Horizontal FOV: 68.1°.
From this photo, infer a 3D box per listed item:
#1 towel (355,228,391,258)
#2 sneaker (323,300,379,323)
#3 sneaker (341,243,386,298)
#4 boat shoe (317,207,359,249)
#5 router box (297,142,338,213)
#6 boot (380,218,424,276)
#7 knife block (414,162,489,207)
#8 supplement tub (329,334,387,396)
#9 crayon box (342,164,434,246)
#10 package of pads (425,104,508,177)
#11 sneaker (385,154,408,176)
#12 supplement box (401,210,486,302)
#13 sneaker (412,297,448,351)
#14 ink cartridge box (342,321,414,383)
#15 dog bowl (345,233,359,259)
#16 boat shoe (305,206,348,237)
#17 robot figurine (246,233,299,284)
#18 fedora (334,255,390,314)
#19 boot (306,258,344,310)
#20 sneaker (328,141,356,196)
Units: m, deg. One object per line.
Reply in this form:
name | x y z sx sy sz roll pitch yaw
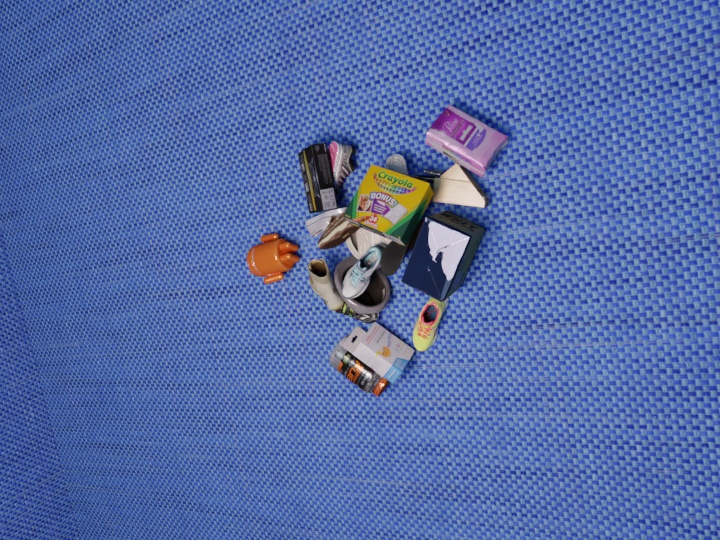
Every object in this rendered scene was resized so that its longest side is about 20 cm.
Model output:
towel | 0.045 -0.121 1.600 0.132 0.034 0.202 -2 100 28
sneaker | -0.033 0.127 1.741 0.198 0.083 0.071 21 108 19
sneaker | 0.000 0.000 1.566 0.078 0.086 0.200 41 105 15
boat shoe | -0.069 -0.130 1.633 0.202 0.074 0.075 -30 69 46
router box | -0.135 -0.286 1.675 0.157 0.052 0.202 -173 71 -68
boot | 0.151 -0.072 1.559 0.069 0.174 0.201 31 104 31
knife block | 0.249 -0.220 1.547 0.175 0.064 0.201 -39 83 27
supplement tub | 0.006 0.312 1.737 0.199 0.122 0.123 35 113 16
crayon box | 0.077 -0.184 1.479 0.199 0.058 0.173 25 83 30
package of pads | 0.291 -0.360 1.471 0.199 0.076 0.121 35 80 15
sneaker | 0.121 -0.237 1.570 0.076 0.081 0.202 -6 78 4
supplement box | 0.239 -0.046 1.509 0.134 0.200 0.201 27 111 18
sneaker | 0.202 0.163 1.631 0.078 0.090 0.201 22 111 18
ink cartridge box | 0.057 0.246 1.680 0.199 0.115 0.068 35 131 5
dog bowl | 0.053 -0.120 1.656 0.199 0.074 0.202 6 103 25
boat shoe | -0.099 -0.154 1.711 0.199 0.073 0.066 -15 93 51
robot figurine | -0.305 -0.041 1.820 0.199 0.117 0.145 -13 113 27
fedora | 0.000 0.061 1.690 0.200 0.176 0.090 48 146 13
boot | -0.129 0.020 1.702 0.200 0.072 0.155 48 165 49
sneaker | -0.059 -0.311 1.671 0.074 0.087 0.201 55 145 42
